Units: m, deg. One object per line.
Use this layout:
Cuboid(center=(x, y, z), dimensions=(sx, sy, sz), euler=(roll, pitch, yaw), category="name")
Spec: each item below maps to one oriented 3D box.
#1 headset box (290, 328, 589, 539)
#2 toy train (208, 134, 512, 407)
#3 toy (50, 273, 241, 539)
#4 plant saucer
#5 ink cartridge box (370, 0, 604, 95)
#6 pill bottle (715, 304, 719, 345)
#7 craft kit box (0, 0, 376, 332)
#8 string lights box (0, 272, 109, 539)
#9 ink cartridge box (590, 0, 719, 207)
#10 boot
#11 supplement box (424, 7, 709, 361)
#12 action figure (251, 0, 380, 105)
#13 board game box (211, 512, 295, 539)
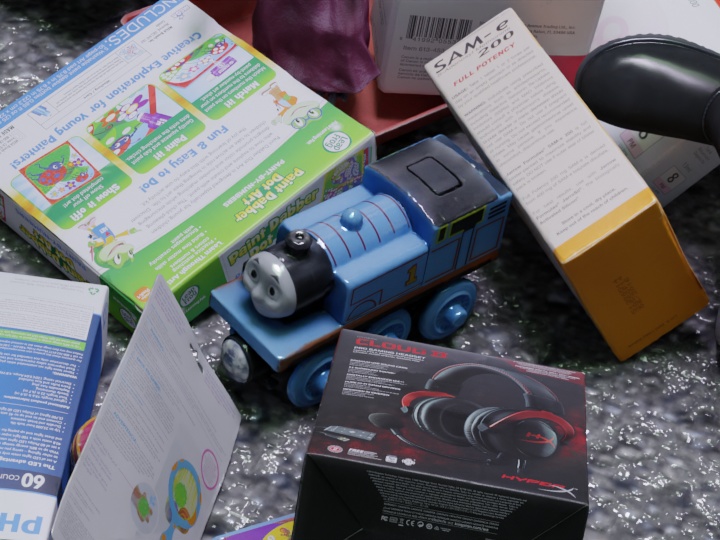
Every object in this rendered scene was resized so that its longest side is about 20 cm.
Cuboid(center=(0.047, 0.104, 1.084), dimensions=(0.148, 0.075, 0.200), euler=(11, 20, 3), category="headset box")
Cuboid(center=(0.000, 0.000, 1.198), dimensions=(0.199, 0.115, 0.087), euler=(-25, 52, -33), category="toy train")
Cuboid(center=(-0.127, 0.111, 1.074), dimensions=(0.047, 0.116, 0.201), euler=(-12, 36, 20), category="toy")
Cuboid(center=(-0.037, -0.143, 1.407), dimensions=(0.199, 0.037, 0.200), euler=(-24, 52, -32), category="plant saucer")
Cuboid(center=(0.092, -0.216, 1.330), dimensions=(0.144, 0.201, 0.085), euler=(2, 48, -9), category="ink cartridge box")
Cuboid(center=(0.332, 0.019, 1.236), dimensions=(0.199, 0.116, 0.116), euler=(15, 42, 7), category="pill bottle")
Cuboid(center=(-0.126, -0.072, 1.276), dimensions=(0.200, 0.049, 0.197), euler=(-39, 56, -24), category="craft kit box")
Cuboid(center=(-0.207, 0.088, 1.105), dimensions=(0.102, 0.059, 0.201), euler=(8, 42, -1), category="string lights box")
Cuboid(center=(0.242, -0.160, 1.382), dimensions=(0.057, 0.200, 0.163), euler=(34, 22, -43), category="ink cartridge box")
Cuboid(center=(0.219, -0.089, 1.217), dimensions=(0.164, 0.066, 0.200), euler=(6, 20, 0), category="boot")
Cuboid(center=(0.132, -0.057, 1.265), dimensions=(0.073, 0.126, 0.200), euler=(-34, 50, 3), category="supplement box")
Cuboid(center=(-0.022, -0.215, 1.309), dimensions=(0.133, 0.201, 0.149), euler=(17, 48, 16), category="action figure")
Cuboid(center=(0.006, 0.174, 1.063), dimensions=(0.199, 0.039, 0.158), euler=(-13, 47, -24), category="board game box")
